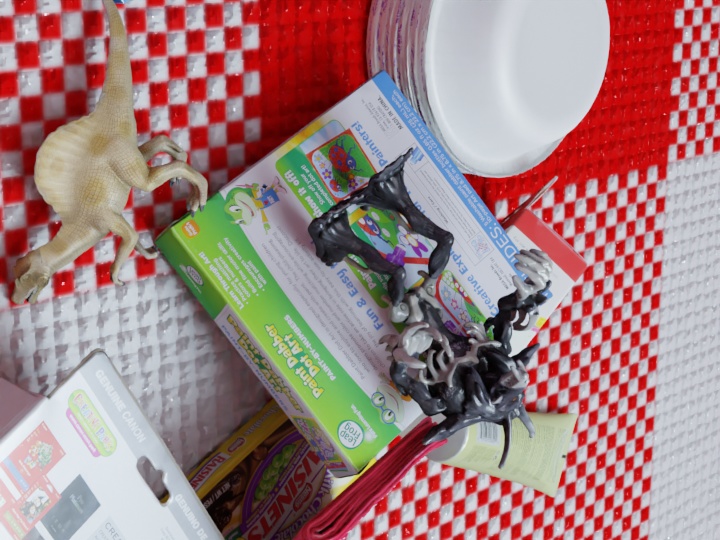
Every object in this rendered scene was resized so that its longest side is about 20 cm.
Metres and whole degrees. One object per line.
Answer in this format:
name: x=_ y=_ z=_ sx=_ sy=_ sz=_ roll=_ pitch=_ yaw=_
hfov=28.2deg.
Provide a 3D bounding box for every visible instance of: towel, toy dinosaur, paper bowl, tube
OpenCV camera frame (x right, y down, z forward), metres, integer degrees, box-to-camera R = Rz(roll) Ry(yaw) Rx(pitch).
towel: x=-0.027 y=0.184 z=0.969 sx=0.145 sy=0.022 sz=0.200 roll=-35 pitch=168 yaw=-42
toy dinosaur: x=-0.144 y=-0.066 z=0.857 sx=0.101 sy=0.058 sz=0.200 roll=19 pitch=87 yaw=-35
paper bowl: x=0.107 y=-0.168 z=1.065 sx=0.201 sy=0.104 sz=0.201 roll=-15 pitch=112 yaw=-44
tube: x=0.122 y=0.146 z=1.203 sx=0.058 sy=0.052 sz=0.200 roll=-41 pitch=147 yaw=24

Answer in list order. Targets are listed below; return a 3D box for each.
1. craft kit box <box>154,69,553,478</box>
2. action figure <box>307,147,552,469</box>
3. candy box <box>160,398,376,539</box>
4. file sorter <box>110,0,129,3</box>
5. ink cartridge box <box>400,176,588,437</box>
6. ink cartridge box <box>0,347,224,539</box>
craft kit box: x=0.000 y=0.000 z=0.960 sx=0.197 sy=0.049 sz=0.200 roll=-39 pitch=95 yaw=-28
action figure: x=0.056 y=0.029 z=0.900 sx=0.119 sy=0.102 sz=0.200 roll=-38 pitch=91 yaw=-27
candy box: x=-0.072 y=0.160 z=1.018 sx=0.200 sy=0.026 sz=0.102 roll=-41 pitch=130 yaw=-31
file sorter: x=-0.070 y=-0.265 z=0.844 sx=0.200 sy=0.123 sz=0.139 roll=-43 pitch=127 yaw=-29
ink cartridge box: x=0.094 y=0.031 z=1.082 sx=0.067 sy=0.116 sz=0.200 roll=42 pitch=65 yaw=-2
ink cartridge box: x=-0.192 y=0.162 z=0.853 sx=0.176 sy=0.084 sz=0.200 roll=-45 pitch=129 yaw=-28
